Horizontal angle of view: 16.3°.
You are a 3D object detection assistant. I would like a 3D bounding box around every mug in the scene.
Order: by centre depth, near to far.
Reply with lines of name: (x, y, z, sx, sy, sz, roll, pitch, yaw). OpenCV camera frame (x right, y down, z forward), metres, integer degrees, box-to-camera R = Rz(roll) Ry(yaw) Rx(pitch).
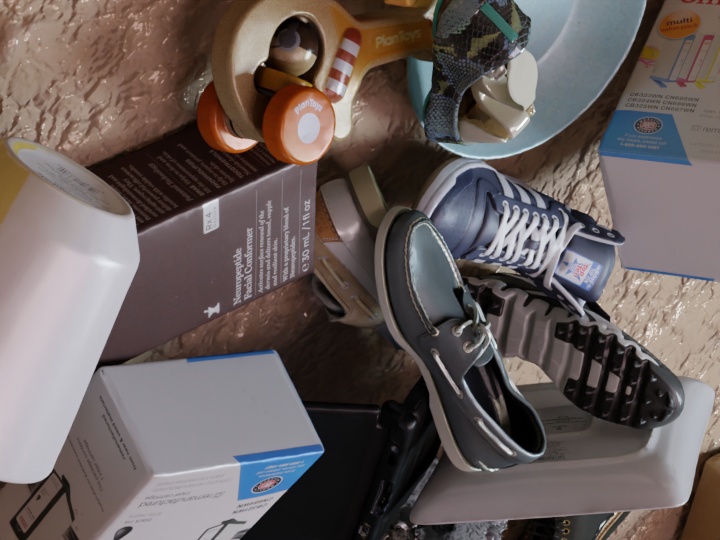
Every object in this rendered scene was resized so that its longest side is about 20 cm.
mug: (-0.210, 0.007, 1.370, 0.186, 0.149, 0.154, 23, 104, -40)

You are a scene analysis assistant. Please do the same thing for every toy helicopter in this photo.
toy helicopter: (-0.011, -0.146, 1.531, 0.199, 0.079, 0.133, -17, 110, -40)

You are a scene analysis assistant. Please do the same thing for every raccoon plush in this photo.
raccoon plush: (0.076, 0.212, 1.946, 0.199, 0.097, 0.135, -24, 144, -33)

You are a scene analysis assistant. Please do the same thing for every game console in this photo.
game console: (-0.015, 0.111, 1.750, 0.176, 0.116, 0.200, -53, 169, -34)

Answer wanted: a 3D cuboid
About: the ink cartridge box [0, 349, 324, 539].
ink cartridge box: (-0.140, 0.143, 1.592, 0.145, 0.085, 0.200, -6, 147, -43)

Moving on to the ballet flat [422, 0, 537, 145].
ballet flat: (0.076, -0.113, 1.551, 0.074, 0.074, 0.200, -44, 166, -9)

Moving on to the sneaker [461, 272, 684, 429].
sneaker: (0.154, 0.047, 1.804, 0.090, 0.199, 0.067, -25, 133, -53)

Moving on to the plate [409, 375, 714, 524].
plate: (0.146, 0.121, 1.809, 0.200, 0.198, 0.033, -57, 139, -65)

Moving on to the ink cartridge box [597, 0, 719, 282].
ink cartridge box: (0.265, -0.106, 1.785, 0.126, 0.128, 0.201, 70, 36, -45)

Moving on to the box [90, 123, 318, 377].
box: (-0.123, -0.017, 1.540, 0.199, 0.075, 0.101, -25, 137, -29)

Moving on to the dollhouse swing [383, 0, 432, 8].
dollhouse swing: (0.100, -0.263, 1.468, 0.201, 0.180, 0.177, 72, 23, -49)

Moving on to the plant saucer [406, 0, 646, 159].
plant saucer: (0.103, -0.171, 1.668, 0.200, 0.039, 0.202, -21, 132, -26)

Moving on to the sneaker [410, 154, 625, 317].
sneaker: (0.110, -0.021, 1.720, 0.070, 0.108, 0.200, -61, 158, 12)

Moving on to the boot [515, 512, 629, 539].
boot: (0.146, 0.207, 2.014, 0.201, 0.077, 0.138, -60, 154, -10)

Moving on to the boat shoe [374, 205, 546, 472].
boat shoe: (0.068, 0.045, 1.636, 0.073, 0.061, 0.201, -46, 125, -41)

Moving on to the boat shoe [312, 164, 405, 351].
boat shoe: (0.000, 0.000, 1.698, 0.068, 0.075, 0.200, -23, 146, 2)

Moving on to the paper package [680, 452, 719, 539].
paper package: (0.373, 0.276, 2.232, 0.103, 0.191, 0.201, -15, 130, -34)
